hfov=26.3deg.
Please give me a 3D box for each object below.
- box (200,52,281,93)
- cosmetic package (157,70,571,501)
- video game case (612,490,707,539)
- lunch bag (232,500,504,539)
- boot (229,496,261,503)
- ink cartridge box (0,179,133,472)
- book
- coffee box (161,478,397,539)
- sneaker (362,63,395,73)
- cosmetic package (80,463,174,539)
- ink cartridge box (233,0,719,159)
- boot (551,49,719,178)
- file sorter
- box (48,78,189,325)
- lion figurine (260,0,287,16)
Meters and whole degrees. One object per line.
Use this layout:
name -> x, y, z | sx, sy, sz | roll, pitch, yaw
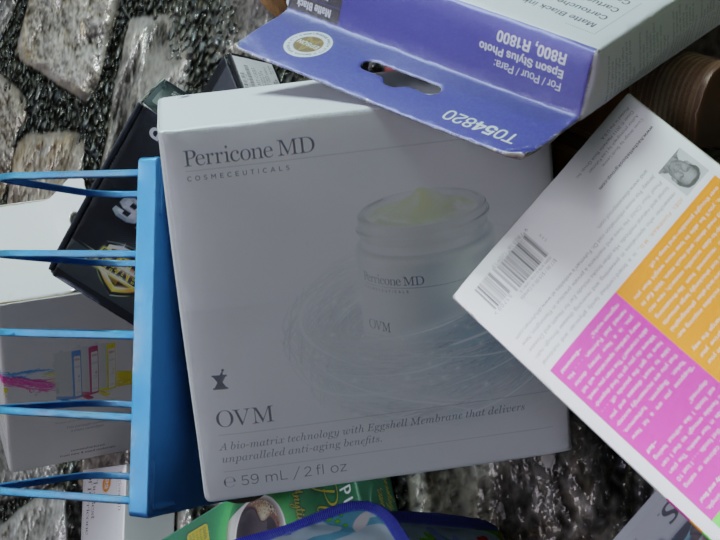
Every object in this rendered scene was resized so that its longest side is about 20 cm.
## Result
box -> -0.104, -0.028, 1.186 | 0.200, 0.049, 0.199 | -51, 45, 37
cosmetic package -> 0.000, 0.000, 0.836 | 0.123, 0.198, 0.201 | -121, 24, -76
video game case -> 0.213, 0.154, 0.726 | 0.182, 0.023, 0.200 | -57, 42, 30
lunch bag -> 0.018, 0.221, 0.833 | 0.128, 0.199, 0.170 | -59, 40, 26
boot -> -0.027, 0.065, 1.019 | 0.200, 0.074, 0.075 | -42, 9, 11
ink cartridge box -> -0.235, 0.036, 1.226 | 0.129, 0.125, 0.201 | -120, 27, -47
book -> 0.154, 0.028, 0.716 | 0.134, 0.048, 0.200 | -48, 61, 6
coffee box -> -0.057, 0.204, 1.030 | 0.200, 0.044, 0.123 | -35, 52, 27
sneaker -> 0.043, -0.086, 0.939 | 0.071, 0.098, 0.202 | 12, 104, 38
cosmetic package -> -0.191, 0.259, 1.244 | 0.082, 0.050, 0.201 | -15, 71, 51
ink cartridge box -> 0.067, -0.144, 0.806 | 0.199, 0.200, 0.041 | 25, 134, 33
boot -> 0.126, -0.030, 0.842 | 0.155, 0.076, 0.201 | 19, 101, 56
file sorter -> -0.145, 0.039, 0.941 | 0.122, 0.139, 0.201 | 1, 88, 21
box -> -0.092, -0.011, 1.052 | 0.159, 0.199, 0.046 | -54, 6, 32
lion figurine -> -0.074, -0.245, 1.166 | 0.123, 0.072, 0.201 | 93, 158, -62
